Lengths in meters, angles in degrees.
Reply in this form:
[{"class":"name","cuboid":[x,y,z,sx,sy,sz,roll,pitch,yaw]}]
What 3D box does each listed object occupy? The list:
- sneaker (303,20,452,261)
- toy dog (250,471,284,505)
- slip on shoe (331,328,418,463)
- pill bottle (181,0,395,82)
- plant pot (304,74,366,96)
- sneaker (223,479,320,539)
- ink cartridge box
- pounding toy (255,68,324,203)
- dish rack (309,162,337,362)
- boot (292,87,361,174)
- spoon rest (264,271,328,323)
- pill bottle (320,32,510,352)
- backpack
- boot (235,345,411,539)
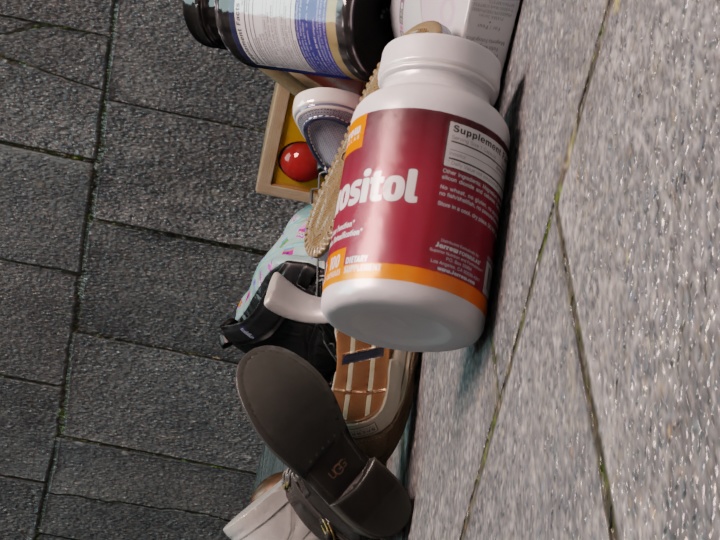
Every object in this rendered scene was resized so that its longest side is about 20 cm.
[{"class":"sneaker","cuboid":[0.046,-0.084,1.427,0.200,0.108,0.070,-63,26,15]},{"class":"toy dog","cuboid":[-0.063,0.291,1.814,0.194,0.139,0.200,-33,-32,-41]},{"class":"slip on shoe","cuboid":[0.020,0.077,1.600,0.200,0.076,0.061,-82,-27,-47]},{"class":"pill bottle","cuboid":[-0.051,-0.223,1.598,0.112,0.199,0.112,-18,-67,-49]},{"class":"plant pot","cuboid":[-0.021,-0.257,1.746,0.201,0.195,0.201,-44,-21,-22]},{"class":"sneaker","cuboid":[-0.022,0.221,1.667,0.200,0.116,0.074,-36,-2,-43]},{"class":"ink cartridge box","cuboid":[0.060,-0.160,1.473,0.163,0.057,0.201,-133,57,-63]},{"class":"pounding toy","cuboid":[-0.030,-0.163,1.982,0.142,0.183,0.200,-85,7,-50]},{"class":"dish rack","cuboid":[0.000,0.000,1.737,0.153,0.054,0.201,53,-147,-54]},{"class":"boot","cuboid":[0.007,-0.074,1.632,0.200,0.073,0.091,39,-136,-47]},{"class":"spoon rest","cuboid":[0.009,-0.006,1.572,0.200,0.061,0.100,-27,32,37]},{"class":"pill bottle","cuboid":[0.042,-0.054,1.292,0.113,0.113,0.201,113,167,-70]},{"class":"backpack","cuboid":[-0.055,0.024,2.090,0.200,0.166,0.127,116,170,-51]},{"class":"boot","cuboid":[-0.042,0.161,1.535,0.069,0.200,0.174,-37,-4,-18]}]
